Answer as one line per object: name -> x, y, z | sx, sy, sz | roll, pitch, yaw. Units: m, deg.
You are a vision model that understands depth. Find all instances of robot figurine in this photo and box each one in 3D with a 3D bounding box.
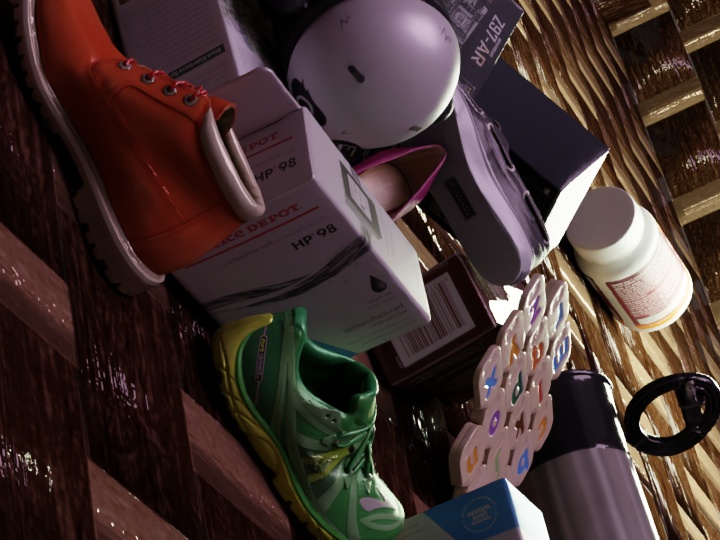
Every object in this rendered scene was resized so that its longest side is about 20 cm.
robot figurine -> -0.005, -0.172, 1.485 | 0.200, 0.150, 0.125 | -109, -158, -45

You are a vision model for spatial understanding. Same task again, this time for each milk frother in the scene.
milk frother -> 0.239, 0.191, 1.894 | 0.181, 0.200, 0.188 | 49, 21, -58

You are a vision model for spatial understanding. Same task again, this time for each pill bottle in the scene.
pill bottle -> 0.342, -0.016, 2.757 | 0.200, 0.114, 0.114 | 49, 21, -48

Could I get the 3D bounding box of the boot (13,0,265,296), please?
boot -> -0.128, -0.097, 1.256 | 0.200, 0.107, 0.075 | 65, 16, 6

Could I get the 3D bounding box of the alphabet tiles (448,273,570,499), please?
alphabet tiles -> 0.120, 0.104, 1.714 | 0.200, 0.015, 0.196 | -56, 152, -34

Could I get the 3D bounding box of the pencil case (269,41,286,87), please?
pencil case -> -0.058, -0.070, 1.501 | 0.087, 0.083, 0.200 | 52, 19, -40

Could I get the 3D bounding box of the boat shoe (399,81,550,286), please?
boat shoe -> 0.090, -0.087, 1.674 | 0.066, 0.070, 0.200 | -30, 91, -44

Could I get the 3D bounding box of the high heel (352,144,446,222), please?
high heel -> -0.002, -0.045, 1.583 | 0.067, 0.096, 0.200 | 56, 26, 4

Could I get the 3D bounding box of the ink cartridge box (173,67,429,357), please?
ink cartridge box -> -0.055, -0.023, 1.342 | 0.200, 0.116, 0.067 | 50, 22, -43

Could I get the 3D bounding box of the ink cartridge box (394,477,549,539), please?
ink cartridge box -> 0.079, 0.250, 1.395 | 0.067, 0.116, 0.200 | 47, 22, -50

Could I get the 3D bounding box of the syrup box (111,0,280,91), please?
syrup box -> -0.111, -0.155, 1.454 | 0.079, 0.081, 0.200 | 40, 29, -55

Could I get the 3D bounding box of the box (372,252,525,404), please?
box -> 0.082, 0.050, 1.754 | 0.075, 0.100, 0.200 | 64, 13, 17

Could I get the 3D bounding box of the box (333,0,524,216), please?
box -> 0.022, -0.169, 1.697 | 0.160, 0.200, 0.044 | 36, -13, -34

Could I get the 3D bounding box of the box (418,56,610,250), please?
box -> 0.095, -0.107, 1.829 | 0.200, 0.079, 0.141 | 42, -33, 13

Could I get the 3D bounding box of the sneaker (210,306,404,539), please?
sneaker -> -0.018, 0.104, 1.353 | 0.200, 0.084, 0.074 | 56, 16, -33
